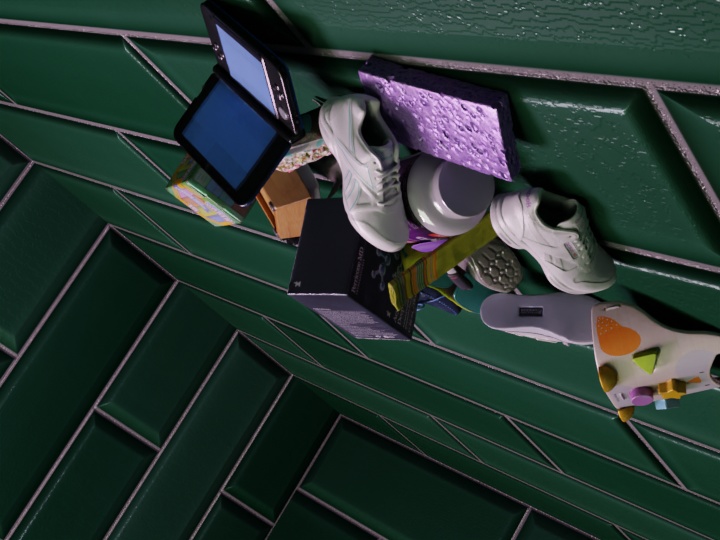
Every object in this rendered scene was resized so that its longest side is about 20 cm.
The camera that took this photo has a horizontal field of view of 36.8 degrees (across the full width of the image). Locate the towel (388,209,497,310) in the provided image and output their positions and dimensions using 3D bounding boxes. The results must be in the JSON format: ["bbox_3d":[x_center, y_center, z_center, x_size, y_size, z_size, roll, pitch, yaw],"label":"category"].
[{"bbox_3d":[0.121,-0.022,1.408,0.018,0.199,0.086,52,173,18],"label":"towel"}]

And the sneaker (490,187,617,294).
[{"bbox_3d":[0.251,-0.034,1.314,0.199,0.076,0.099,31,151,-26],"label":"sneaker"}]

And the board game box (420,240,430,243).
[{"bbox_3d":[0.110,-0.044,1.680,0.198,0.039,0.158,10,154,41],"label":"board game box"}]

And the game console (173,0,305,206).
[{"bbox_3d":[-0.172,-0.215,1.384,0.200,0.118,0.172,43,159,36],"label":"game console"}]

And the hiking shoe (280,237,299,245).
[{"bbox_3d":[-0.047,-0.032,1.965,0.199,0.087,0.074,35,166,-10],"label":"hiking shoe"}]

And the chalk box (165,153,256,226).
[{"bbox_3d":[-0.237,-0.163,1.866,0.123,0.125,0.199,37,165,-19],"label":"chalk box"}]

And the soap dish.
[{"bbox_3d":[-0.127,-0.141,1.668,0.158,0.081,0.200,59,171,11],"label":"soap dish"}]

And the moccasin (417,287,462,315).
[{"bbox_3d":[0.087,0.033,1.924,0.198,0.069,0.081,29,166,9],"label":"moccasin"}]

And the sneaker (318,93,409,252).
[{"bbox_3d":[0.015,-0.116,1.293,0.080,0.070,0.202,-5,111,53],"label":"sneaker"}]

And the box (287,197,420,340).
[{"bbox_3d":[0.000,0.000,1.581,0.106,0.150,0.200,0,159,32],"label":"box"}]

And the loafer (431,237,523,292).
[{"bbox_3d":[0.157,-0.037,1.554,0.199,0.070,0.070,38,-175,-29],"label":"loafer"}]

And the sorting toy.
[{"bbox_3d":[0.424,0.128,1.460,0.178,0.108,0.200,-8,146,28],"label":"sorting toy"}]

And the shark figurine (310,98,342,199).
[{"bbox_3d":[-0.034,-0.150,1.541,0.127,0.090,0.215,30,168,5],"label":"shark figurine"}]

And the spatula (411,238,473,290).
[{"bbox_3d":[0.122,-0.007,1.496,0.056,0.021,0.200,-9,154,18],"label":"spatula"}]

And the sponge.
[{"bbox_3d":[0.091,-0.175,1.241,0.199,0.030,0.112,23,151,36],"label":"sponge"}]

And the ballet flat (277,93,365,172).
[{"bbox_3d":[-0.043,-0.177,1.394,0.198,0.077,0.064,-13,152,28],"label":"ballet flat"}]

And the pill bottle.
[{"bbox_3d":[0.092,-0.097,1.376,0.112,0.113,0.200,36,166,-15],"label":"pill bottle"}]

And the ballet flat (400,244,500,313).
[{"bbox_3d":[0.133,0.006,1.611,0.199,0.067,0.067,23,-163,-40],"label":"ballet flat"}]

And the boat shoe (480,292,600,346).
[{"bbox_3d":[0.281,0.076,1.588,0.199,0.076,0.086,1,168,24],"label":"boat shoe"}]
